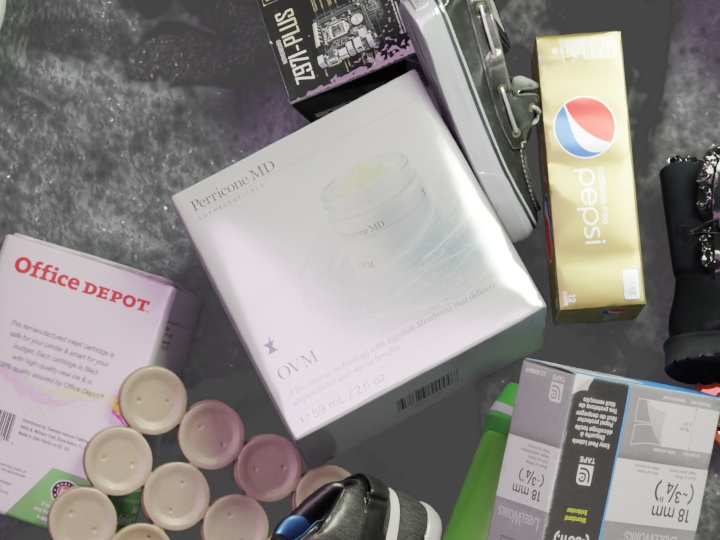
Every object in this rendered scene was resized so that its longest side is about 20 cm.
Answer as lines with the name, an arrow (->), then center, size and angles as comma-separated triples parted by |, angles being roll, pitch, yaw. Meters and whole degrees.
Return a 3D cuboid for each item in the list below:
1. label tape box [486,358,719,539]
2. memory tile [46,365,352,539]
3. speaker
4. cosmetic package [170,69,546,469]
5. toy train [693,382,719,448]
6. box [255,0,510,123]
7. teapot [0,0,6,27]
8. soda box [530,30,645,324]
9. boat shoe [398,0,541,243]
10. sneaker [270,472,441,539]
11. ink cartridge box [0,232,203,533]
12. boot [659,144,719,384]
label tape box -> 0.160, 0.171, 1.545 | 0.063, 0.143, 0.202 | 13, 92, 53
memory tile -> -0.113, 0.174, 1.642 | 0.199, 0.017, 0.154 | 31, 83, -12
speaker -> 0.102, 0.186, 1.601 | 0.088, 0.088, 0.201 | 21, 87, 16
cosmetic package -> 0.000, 0.000, 1.618 | 0.198, 0.123, 0.201 | -28, 75, -4
toy train -> 0.321, 0.079, 1.579 | 0.200, 0.056, 0.151 | -40, 75, 5
box -> 0.001, -0.232, 1.690 | 0.163, 0.086, 0.201 | -21, 77, 9
teapot -> -0.380, -0.203, 1.751 | 0.197, 0.201, 0.146 | 34, 134, -14
soda box -> 0.162, -0.066, 1.629 | 0.063, 0.068, 0.202 | -3, 80, 0
boat shoe -> 0.095, -0.115, 1.601 | 0.070, 0.072, 0.201 | -25, 114, -3
sneaker -> -0.032, 0.237, 1.607 | 0.073, 0.112, 0.201 | 11, 73, 57
ink cartridge box -> -0.218, 0.090, 1.694 | 0.144, 0.084, 0.202 | 16, 86, 15
boot -> 0.299, -0.015, 1.561 | 0.199, 0.076, 0.170 | -7, 66, 26
